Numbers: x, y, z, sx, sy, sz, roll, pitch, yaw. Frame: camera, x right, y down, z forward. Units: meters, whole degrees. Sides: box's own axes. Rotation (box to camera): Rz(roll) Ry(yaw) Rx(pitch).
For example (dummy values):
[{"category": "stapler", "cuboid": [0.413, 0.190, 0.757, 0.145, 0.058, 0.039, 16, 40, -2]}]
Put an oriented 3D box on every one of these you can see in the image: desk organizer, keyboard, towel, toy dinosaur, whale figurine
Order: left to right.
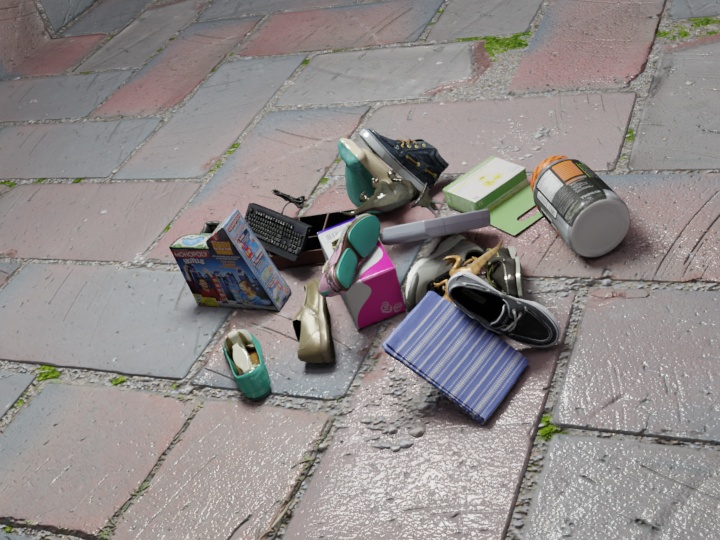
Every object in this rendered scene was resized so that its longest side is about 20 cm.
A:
[{"category": "keyboard", "cuboid": [-0.166, -0.102, 1.825, 0.199, 0.020, 0.129, 23, 93, 44]}, {"category": "desk organizer", "cuboid": [-0.088, -0.063, 1.829, 0.197, 0.078, 0.072, -7, 36, 16]}, {"category": "whale figurine", "cuboid": [0.005, -0.188, 1.861, 0.104, 0.200, 0.159, -44, 58, 5]}, {"category": "toy dinosaur", "cuboid": [0.057, -0.145, 1.755, 0.198, 0.078, 0.102, -7, 21, -24]}, {"category": "towel", "cuboid": [0.148, 0.132, 1.427, 0.199, 0.024, 0.145, 36, 57, 13]}, {"category": "toy dinosaur", "cuboid": [0.185, 0.005, 1.551, 0.200, 0.060, 0.107, -48, 22, 24]}]

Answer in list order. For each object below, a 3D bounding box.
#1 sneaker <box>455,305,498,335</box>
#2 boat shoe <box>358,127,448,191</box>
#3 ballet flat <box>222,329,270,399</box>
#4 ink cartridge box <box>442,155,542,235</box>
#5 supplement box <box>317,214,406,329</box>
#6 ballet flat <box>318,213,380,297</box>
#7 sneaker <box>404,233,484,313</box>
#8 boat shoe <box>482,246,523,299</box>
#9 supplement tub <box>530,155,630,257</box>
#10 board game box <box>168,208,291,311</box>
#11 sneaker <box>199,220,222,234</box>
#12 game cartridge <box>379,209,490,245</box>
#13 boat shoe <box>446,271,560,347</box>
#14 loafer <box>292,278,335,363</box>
[{"category": "sneaker", "cuboid": [0.157, 0.092, 1.527, 0.198, 0.078, 0.089, -21, 22, -13]}, {"category": "boat shoe", "cuboid": [0.090, -0.247, 1.879, 0.091, 0.200, 0.071, -49, 26, 4]}, {"category": "ballet flat", "cuboid": [-0.206, 0.144, 1.609, 0.067, 0.071, 0.200, -25, 35, -8]}, {"category": "ink cartridge box", "cuboid": [0.280, -0.152, 1.807, 0.145, 0.048, 0.199, -34, 35, -21]}, {"category": "supplement box", "cuboid": [0.000, 0.000, 1.682, 0.100, 0.104, 0.201, -20, 34, -5]}, {"category": "ballet flat", "cuboid": [-0.028, -0.027, 1.598, 0.071, 0.069, 0.201, -18, 31, 36]}, {"category": "sneaker", "cuboid": [0.148, 0.007, 1.633, 0.079, 0.075, 0.200, 22, 51, 36]}, {"category": "boat shoe", "cuboid": [0.241, 0.006, 1.554, 0.060, 0.073, 0.201, -4, 13, 5]}, {"category": "supplement tub", "cuboid": [0.389, -0.123, 1.651, 0.121, 0.124, 0.201, -20, 34, -3]}, {"category": "board game box", "cuboid": [-0.256, -0.022, 1.742, 0.198, 0.201, 0.062, 3, 40, 27]}, {"category": "sneaker", "cuboid": [-0.285, -0.071, 1.900, 0.076, 0.112, 0.201, -16, 35, 3]}, {"category": "game cartridge", "cuboid": [0.146, -0.080, 1.684, 0.199, 0.041, 0.132, -13, -1, -45]}, {"category": "boat shoe", "cuboid": [0.226, 0.068, 1.440, 0.199, 0.072, 0.068, 31, 17, -2]}, {"category": "loafer", "cuboid": [-0.088, 0.088, 1.627, 0.067, 0.077, 0.201, -11, 35, 0]}]
